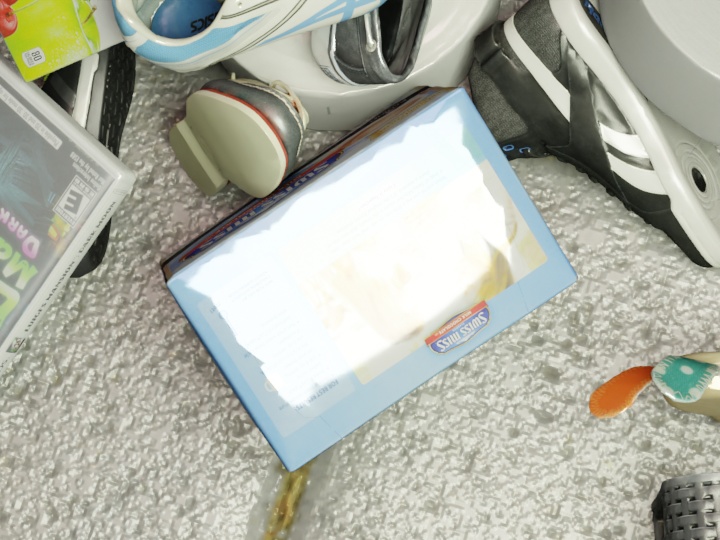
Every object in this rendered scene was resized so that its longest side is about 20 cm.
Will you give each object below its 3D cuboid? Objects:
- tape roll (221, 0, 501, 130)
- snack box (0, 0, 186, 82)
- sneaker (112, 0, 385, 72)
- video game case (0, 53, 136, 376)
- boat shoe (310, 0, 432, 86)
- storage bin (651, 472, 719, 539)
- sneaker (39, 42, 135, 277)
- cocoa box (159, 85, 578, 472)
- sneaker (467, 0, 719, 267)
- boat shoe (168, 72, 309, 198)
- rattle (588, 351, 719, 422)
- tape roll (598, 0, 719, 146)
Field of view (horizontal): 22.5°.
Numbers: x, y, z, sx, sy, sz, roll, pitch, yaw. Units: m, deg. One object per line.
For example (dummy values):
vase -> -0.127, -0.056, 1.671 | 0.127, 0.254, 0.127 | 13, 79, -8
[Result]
tape roll -> -0.009, -0.193, 1.145 | 0.201, 0.071, 0.204 | -1, 76, 4
snack box -> -0.140, -0.228, 1.048 | 0.199, 0.068, 0.169 | -24, 119, -2
sneaker -> -0.045, -0.167, 1.001 | 0.199, 0.072, 0.072 | -23, 77, 14
video game case -> -0.257, -0.045, 1.114 | 0.200, 0.023, 0.182 | 41, 102, 20
boat shoe -> 0.023, -0.206, 1.050 | 0.068, 0.071, 0.201 | 10, 86, 51
storage bin -> 0.266, 0.162, 0.994 | 0.198, 0.135, 0.094 | -3, 75, 4
sneaker -> -0.195, -0.091, 1.135 | 0.082, 0.072, 0.201 | 6, 76, 8
cocoa box -> 0.000, 0.000, 1.044 | 0.199, 0.131, 0.134 | -33, 98, -4
sneaker -> 0.142, -0.074, 1.109 | 0.112, 0.073, 0.201 | -28, 101, 34
boat shoe -> -0.063, -0.084, 1.061 | 0.062, 0.200, 0.071 | -33, 97, -14
rattle -> 0.226, 0.024, 1.020 | 0.199, 0.130, 0.144 | 10, 88, -15
tape roll -> 0.240, -0.168, 1.042 | 0.199, 0.066, 0.202 | 3, 67, -6
